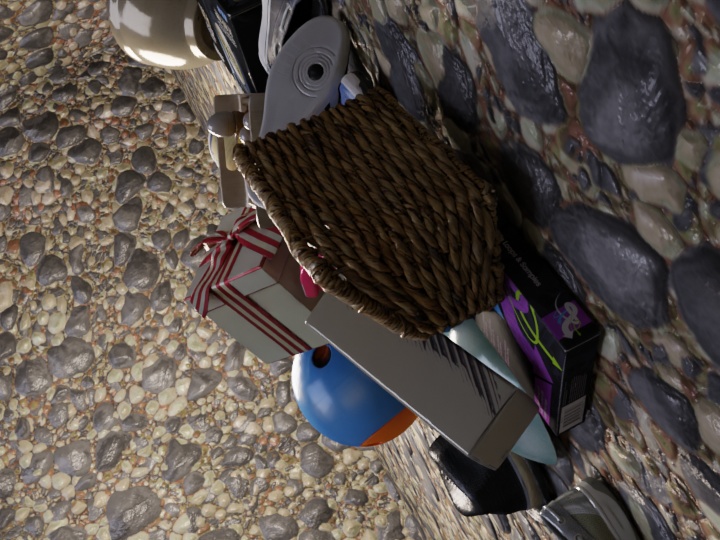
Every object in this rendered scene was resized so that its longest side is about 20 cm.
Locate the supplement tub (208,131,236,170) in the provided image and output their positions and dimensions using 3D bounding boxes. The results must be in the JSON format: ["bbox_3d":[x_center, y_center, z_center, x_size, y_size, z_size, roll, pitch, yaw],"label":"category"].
[{"bbox_3d":[-0.138,-0.163,1.278,0.200,0.144,0.145,55,168,42],"label":"supplement tub"}]

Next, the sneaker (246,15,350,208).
[{"bbox_3d":[-0.053,-0.159,0.881,0.073,0.201,0.112,25,-172,18],"label":"sneaker"}]

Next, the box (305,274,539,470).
[{"bbox_3d":[0.050,0.081,0.724,0.200,0.069,0.082,35,178,32],"label":"box"}]

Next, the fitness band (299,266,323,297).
[{"bbox_3d":[0.000,0.000,1.006,0.200,0.142,0.038,88,-178,-71],"label":"fitness band"}]

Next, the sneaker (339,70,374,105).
[{"bbox_3d":[0.004,-0.110,0.858,0.076,0.077,0.201,57,167,42],"label":"sneaker"}]

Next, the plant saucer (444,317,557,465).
[{"bbox_3d":[0.128,0.117,0.850,0.202,0.039,0.201,59,177,4],"label":"plant saucer"}]

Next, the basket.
[{"bbox_3d":[0.003,-0.029,0.670,0.200,0.148,0.143,52,161,45],"label":"basket"}]

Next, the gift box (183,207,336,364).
[{"bbox_3d":[-0.117,0.007,1.137,0.187,0.184,0.201,44,-140,-27],"label":"gift box"}]

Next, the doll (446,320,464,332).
[{"bbox_3d":[0.041,0.006,0.808,0.137,0.048,0.200,47,175,-32],"label":"doll"}]

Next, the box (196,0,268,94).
[{"bbox_3d":[-0.139,-0.313,1.055,0.200,0.086,0.164,56,169,38],"label":"box"}]

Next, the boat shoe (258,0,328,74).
[{"bbox_3d":[-0.065,-0.247,0.904,0.068,0.071,0.200,61,163,19],"label":"boat shoe"}]

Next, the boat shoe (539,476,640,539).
[{"bbox_3d":[0.231,0.285,0.736,0.203,0.064,0.074,62,171,4],"label":"boat shoe"}]

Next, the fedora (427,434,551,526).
[{"bbox_3d":[0.142,0.236,0.998,0.201,0.091,0.201,60,171,17],"label":"fedora"}]

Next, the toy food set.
[{"bbox_3d":[-0.139,-0.133,0.983,0.200,0.060,0.145,-149,54,-68],"label":"toy food set"}]

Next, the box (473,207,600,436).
[{"bbox_3d":[0.123,0.023,0.703,0.201,0.036,0.143,59,170,36],"label":"box"}]

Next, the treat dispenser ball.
[{"bbox_3d":[0.001,0.150,1.203,0.202,0.200,0.201,60,170,17],"label":"treat dispenser ball"}]

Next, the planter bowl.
[{"bbox_3d":[-0.240,-0.377,1.199,0.134,0.201,0.201,25,152,27],"label":"planter bowl"}]
